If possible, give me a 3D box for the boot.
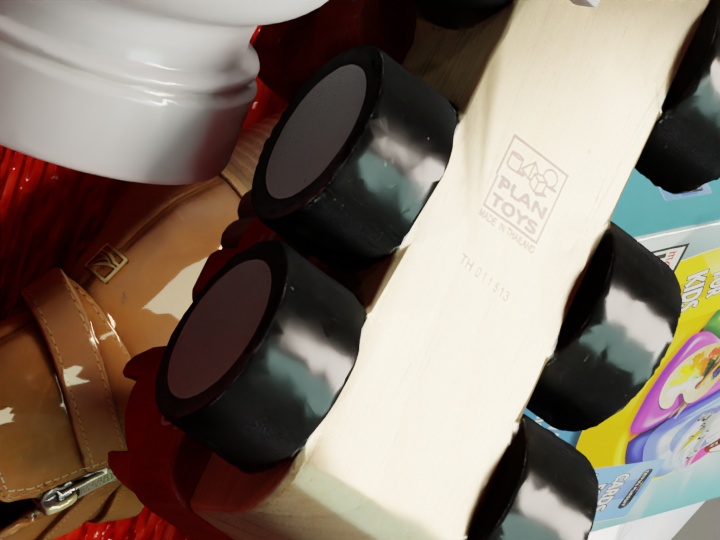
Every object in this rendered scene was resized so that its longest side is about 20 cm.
[{"bbox_3d":[-0.056,0.052,0.844,0.155,0.077,0.201,-35,153,-26],"label":"boot"}]

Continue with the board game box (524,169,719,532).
[{"bbox_3d":[0.113,0.010,0.846,0.199,0.047,0.151,-11,145,-30],"label":"board game box"}]

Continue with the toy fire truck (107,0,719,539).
[{"bbox_3d":[0.000,0.000,0.715,0.128,0.200,0.177,34,70,-25],"label":"toy fire truck"}]

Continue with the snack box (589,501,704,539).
[{"bbox_3d":[0.033,0.096,0.956,0.200,0.142,0.053,-44,102,-27],"label":"snack box"}]

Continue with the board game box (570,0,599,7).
[{"bbox_3d":[0.036,-0.164,0.528,0.200,0.026,0.202,16,85,-75],"label":"board game box"}]

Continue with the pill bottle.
[{"bbox_3d":[-0.037,-0.127,0.625,0.112,0.112,0.201,-8,123,-55],"label":"pill bottle"}]

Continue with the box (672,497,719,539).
[{"bbox_3d":[0.125,0.172,1.100,0.200,0.199,0.171,-57,149,-8],"label":"box"}]
